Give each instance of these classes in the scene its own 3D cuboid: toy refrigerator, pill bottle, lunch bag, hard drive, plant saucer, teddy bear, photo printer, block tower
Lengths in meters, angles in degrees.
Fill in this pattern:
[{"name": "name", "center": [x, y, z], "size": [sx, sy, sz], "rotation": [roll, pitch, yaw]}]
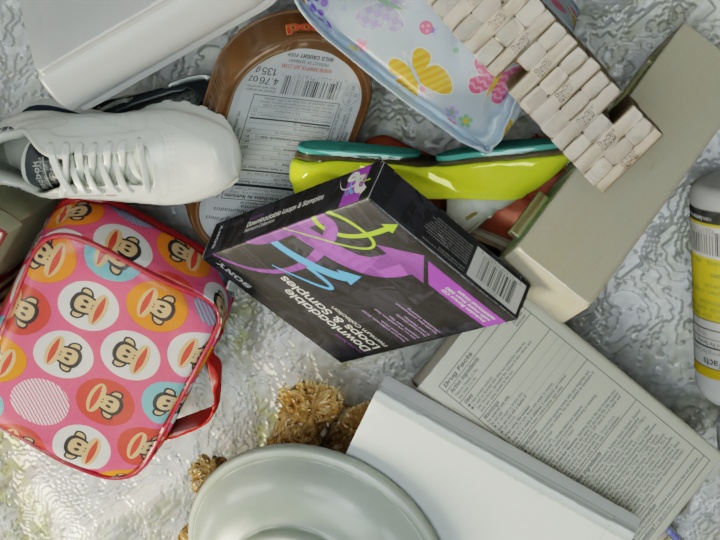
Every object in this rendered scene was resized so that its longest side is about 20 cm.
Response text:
[{"name": "toy refrigerator", "center": [0.175, -0.067, 1.357], "size": [0.070, 0.076, 0.200], "rotation": [37, 76, -1]}, {"name": "pill bottle", "center": [0.286, 0.034, 1.391], "size": [0.110, 0.111, 0.202], "rotation": [-1, 103, 10]}, {"name": "lunch bag", "center": [-0.180, 0.056, 1.464], "size": [0.175, 0.082, 0.200], "rotation": [27, 121, -10]}, {"name": "hard drive", "center": [0.080, 0.170, 1.393], "size": [0.199, 0.026, 0.132], "rotation": [29, 129, 5]}, {"name": "plant saucer", "center": [-0.038, 0.219, 1.422], "size": [0.199, 0.050, 0.201], "rotation": [10, 120, 16]}, {"name": "lunch bag", "center": [0.044, -0.190, 1.347], "size": [0.199, 0.170, 0.127], "rotation": [35, 106, 0]}, {"name": "teddy bear", "center": [-0.055, 0.165, 1.486], "size": [0.200, 0.067, 0.145], "rotation": [-40, 131, 9]}, {"name": "photo printer", "center": [-0.142, -0.222, 1.384], "size": [0.199, 0.069, 0.167], "rotation": [-27, 54, 15]}, {"name": "block tower", "center": [0.103, -0.140, 1.240], "size": [0.058, 0.054, 0.200], "rotation": [-44, 97, 11]}]

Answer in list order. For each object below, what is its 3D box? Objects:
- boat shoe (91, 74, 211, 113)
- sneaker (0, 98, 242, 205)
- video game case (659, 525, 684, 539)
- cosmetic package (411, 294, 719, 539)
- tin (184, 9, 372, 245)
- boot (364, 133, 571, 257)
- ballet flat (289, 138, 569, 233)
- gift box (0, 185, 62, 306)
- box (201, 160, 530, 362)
[{"name": "boat shoe", "center": [-0.109, -0.106, 1.449], "size": [0.199, 0.060, 0.076], "rotation": [-15, 101, 13]}, {"name": "sneaker", "center": [-0.176, -0.075, 1.382], "size": [0.199, 0.080, 0.077], "rotation": [2, 106, 27]}, {"name": "video game case", "center": [0.106, 0.203, 1.472], "size": [0.200, 0.045, 0.181], "rotation": [-44, 92, 2]}, {"name": "cosmetic package", "center": [0.144, 0.104, 1.408], "size": [0.200, 0.073, 0.104], "rotation": [40, 90, -2]}, {"name": "tin", "center": [-0.061, -0.092, 1.411], "size": [0.111, 0.042, 0.201], "rotation": [7, 129, -18]}, {"name": "boot", "center": [0.092, -0.062, 1.430], "size": [0.199, 0.075, 0.108], "rotation": [28, 86, 8]}, {"name": "ballet flat", "center": [0.048, -0.056, 1.368], "size": [0.198, 0.067, 0.068], "rotation": [0, 100, 14]}, {"name": "gift box", "center": [-0.351, -0.021, 1.444], "size": [0.199, 0.187, 0.185], "rotation": [28, 106, 1]}, {"name": "box", "center": [0.000, 0.000, 1.373], "size": [0.143, 0.036, 0.199], "rotation": [38, 150, -24]}]
